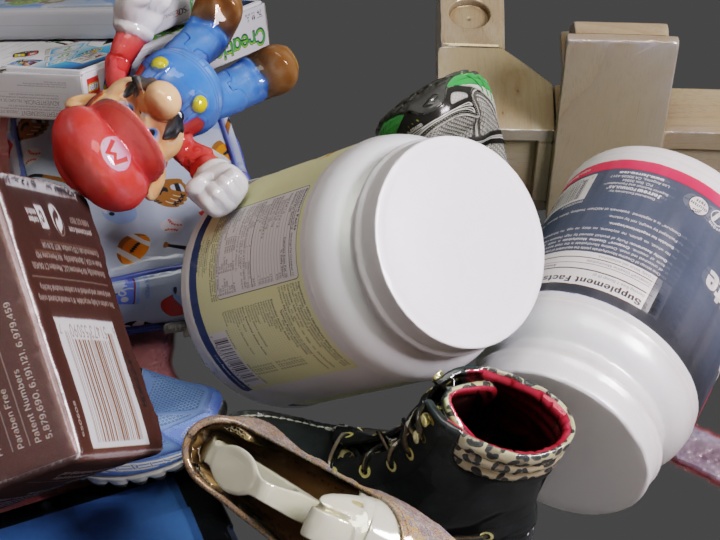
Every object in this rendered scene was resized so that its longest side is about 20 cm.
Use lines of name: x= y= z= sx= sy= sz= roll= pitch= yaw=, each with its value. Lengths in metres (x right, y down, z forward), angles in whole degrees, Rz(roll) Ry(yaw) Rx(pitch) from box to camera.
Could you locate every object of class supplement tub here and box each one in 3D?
supplement tub: x=0.000 y=0.000 z=1.519 sx=0.144 sy=0.200 sz=0.146 roll=8 pitch=76 yaw=-35
supplement tub: x=0.155 y=0.034 z=1.562 sx=0.140 sy=0.141 sz=0.200 roll=21 pitch=52 yaw=15

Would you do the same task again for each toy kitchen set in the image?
toy kitchen set: x=0.151 y=-0.155 z=1.709 sx=0.199 sy=0.164 sz=0.181 roll=2 pitch=49 yaw=-1

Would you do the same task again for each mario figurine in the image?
mario figurine: x=-0.107 y=-0.107 z=1.546 sx=0.123 sy=0.106 sz=0.200 roll=16 pitch=36 yaw=21

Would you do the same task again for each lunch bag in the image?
lunch bag: x=-0.142 y=-0.042 z=1.663 sx=0.159 sy=0.076 sz=0.201 roll=-9 pitch=49 yaw=-12

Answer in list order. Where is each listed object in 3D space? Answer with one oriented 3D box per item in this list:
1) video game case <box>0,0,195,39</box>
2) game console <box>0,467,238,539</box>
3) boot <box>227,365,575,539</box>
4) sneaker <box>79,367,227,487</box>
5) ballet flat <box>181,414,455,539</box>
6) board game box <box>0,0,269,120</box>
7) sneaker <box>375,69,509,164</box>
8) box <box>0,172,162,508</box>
video game case: x=-0.179 y=-0.186 z=1.726 sx=0.199 sy=0.022 sz=0.182 roll=2 pitch=19 yaw=28
game console: x=-0.156 y=0.170 z=1.457 sx=0.199 sy=0.171 sz=0.119 roll=-17 pitch=79 yaw=-16
boot: x=0.018 y=0.099 z=1.477 sx=0.203 sy=0.154 sz=0.074 roll=20 pitch=54 yaw=0
sneaker: x=-0.179 y=0.069 z=1.547 sx=0.199 sy=0.090 sz=0.079 roll=8 pitch=35 yaw=4
ballet flat: x=-0.026 y=0.137 z=1.405 sx=0.200 sy=0.067 sz=0.068 roll=26 pitch=87 yaw=35
board game box: x=-0.167 y=-0.140 z=1.669 sx=0.126 sy=0.035 sz=0.200 roll=6 pitch=21 yaw=33
sneaker: x=0.071 y=-0.052 z=1.596 sx=0.078 sy=0.200 sz=0.085 roll=-30 pitch=56 yaw=0
box: x=-0.243 y=0.058 z=1.439 sx=0.199 sy=0.166 sz=0.165 roll=-19 pitch=84 yaw=9
